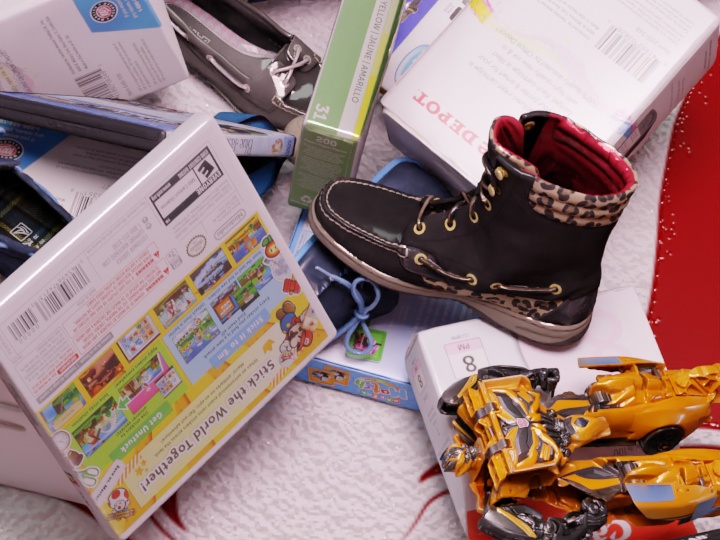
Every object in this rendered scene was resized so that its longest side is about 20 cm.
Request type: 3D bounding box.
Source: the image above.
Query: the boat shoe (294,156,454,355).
[{"bbox_3d":[0.000,0.000,1.586,0.068,0.084,0.200,33,64,14],"label":"boat shoe"}]

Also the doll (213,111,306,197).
[{"bbox_3d":[-0.114,-0.073,1.682,0.199,0.049,0.137,-10,37,-7],"label":"doll"}]

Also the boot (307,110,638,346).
[{"bbox_3d":[0.074,-0.042,1.508,0.199,0.151,0.073,25,50,4],"label":"boot"}]

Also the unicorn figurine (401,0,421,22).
[{"bbox_3d":[0.133,-0.189,1.777,0.199,0.074,0.138,-33,65,-4],"label":"unicorn figurine"}]

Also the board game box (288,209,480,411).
[{"bbox_3d":[0.041,0.023,1.642,0.199,0.037,0.152,14,57,8],"label":"board game box"}]

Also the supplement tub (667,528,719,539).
[{"bbox_3d":[0.205,0.226,1.462,0.199,0.123,0.123,-12,57,-10],"label":"supplement tub"}]

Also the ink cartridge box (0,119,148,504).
[{"bbox_3d":[-0.212,0.025,1.563,0.146,0.145,0.201,12,56,6],"label":"ink cartridge box"}]

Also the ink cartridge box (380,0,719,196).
[{"bbox_3d":[0.131,-0.130,1.638,0.147,0.086,0.200,40,82,15],"label":"ink cartridge box"}]

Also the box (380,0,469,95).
[{"bbox_3d":[0.104,-0.132,1.711,0.200,0.041,0.119,41,87,16],"label":"box"}]

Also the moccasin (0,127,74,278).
[{"bbox_3d":[-0.228,-0.048,1.482,0.199,0.068,0.081,29,60,17],"label":"moccasin"}]

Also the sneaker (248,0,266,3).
[{"bbox_3d":[-0.021,-0.242,1.727,0.199,0.081,0.146,-3,10,37],"label":"sneaker"}]

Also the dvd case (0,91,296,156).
[{"bbox_3d":[-0.146,-0.097,1.573,0.142,0.200,0.018,13,97,22],"label":"dvd case"}]

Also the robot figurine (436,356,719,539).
[{"bbox_3d":[0.146,0.108,1.486,0.199,0.058,0.146,-1,49,-22],"label":"robot figurine"}]

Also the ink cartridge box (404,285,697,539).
[{"bbox_3d":[0.136,0.119,1.545,0.162,0.057,0.201,-11,62,-19],"label":"ink cartridge box"}]

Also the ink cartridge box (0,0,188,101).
[{"bbox_3d":[-0.250,-0.190,1.677,0.199,0.147,0.147,-22,59,3],"label":"ink cartridge box"}]

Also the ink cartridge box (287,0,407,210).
[{"bbox_3d":[0.000,-0.148,1.588,0.048,0.200,0.146,15,58,1],"label":"ink cartridge box"}]

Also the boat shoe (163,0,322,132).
[{"bbox_3d":[-0.086,-0.162,1.749,0.199,0.057,0.067,32,60,18],"label":"boat shoe"}]

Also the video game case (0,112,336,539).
[{"bbox_3d":[-0.124,0.035,1.451,0.200,0.183,0.023,-44,33,-23],"label":"video game case"}]
